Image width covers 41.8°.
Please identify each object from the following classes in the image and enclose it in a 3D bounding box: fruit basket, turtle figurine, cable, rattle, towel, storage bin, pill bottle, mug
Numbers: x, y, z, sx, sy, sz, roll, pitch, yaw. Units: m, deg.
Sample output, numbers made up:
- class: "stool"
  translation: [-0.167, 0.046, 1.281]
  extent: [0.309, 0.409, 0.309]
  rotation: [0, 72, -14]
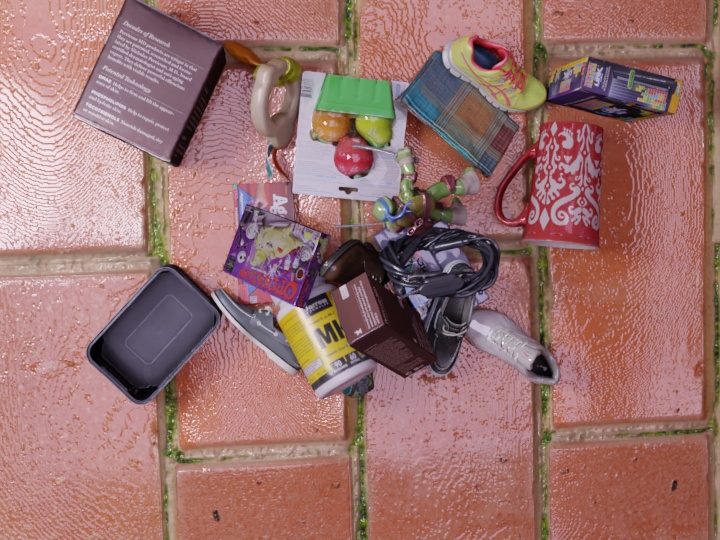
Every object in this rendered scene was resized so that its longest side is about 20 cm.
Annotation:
- class: "fruit basket"
  translation: [-0.016, -0.222, 1.574]
  extent: [0.182, 0.094, 0.203]
  rotation: [4, 103, -7]
- class: "turtle figurine"
  translation: [0.082, -0.132, 1.538]
  extent: [0.191, 0.199, 0.146]
  rotation: [-4, 100, -29]
- class: "cable"
  translation: [0.132, -0.014, 1.538]
  extent: [0.197, 0.164, 0.051]
  rotation: [-14, 125, -14]
- class: "rattle"
  translation: [-0.174, -0.258, 1.559]
  extent: [0.141, 0.131, 0.202]
  rotation: [12, 123, 9]
- class: "towel"
  translation: [0.170, -0.265, 1.582]
  extent: [0.199, 0.022, 0.147]
  rotation: [40, 55, -8]
- class: "storage bin"
  translation: [-0.334, 0.102, 1.542]
  extent: [0.135, 0.094, 0.200]
  rotation: [43, 88, -7]
- class: "pill bottle"
  translation: [-0.065, 0.094, 1.527]
  extent: [0.113, 0.114, 0.202]
  rotation: [-29, 79, -4]
- class: "mug"
  translation: [0.328, -0.145, 1.592]
  extent: [0.175, 0.133, 0.203]
  rotation: [7, 89, -9]

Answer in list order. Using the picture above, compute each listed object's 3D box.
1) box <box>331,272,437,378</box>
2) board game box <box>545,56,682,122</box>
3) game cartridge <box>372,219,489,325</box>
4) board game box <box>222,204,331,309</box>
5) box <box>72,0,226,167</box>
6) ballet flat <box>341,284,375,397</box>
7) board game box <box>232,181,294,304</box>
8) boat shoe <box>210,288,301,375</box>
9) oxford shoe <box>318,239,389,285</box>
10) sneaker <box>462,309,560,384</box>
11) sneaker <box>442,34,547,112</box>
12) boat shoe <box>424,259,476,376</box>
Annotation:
- class: "box"
  translation: [0.040, 0.091, 1.514]
  extent: [0.074, 0.200, 0.101]
  rotation: [-31, 58, 18]
- class: "board game box"
  translation: [0.410, -0.295, 1.556]
  extent: [0.163, 0.200, 0.058]
  rotation: [12, 93, -6]
- class: "game cartridge"
  translation: [0.120, -0.004, 1.622]
  extent: [0.129, 0.038, 0.202]
  rotation: [-32, 96, -8]
- class: "board game box"
  translation: [-0.137, -0.026, 1.500]
  extent: [0.032, 0.199, 0.122]
  rotation: [13, 96, -45]
- class: "box"
  translation: [-0.325, -0.289, 1.483]
  extent: [0.162, 0.166, 0.202]
  rotation: [25, 90, -7]
- class: "ballet flat"
  translation: [-0.001, 0.113, 1.605]
  extent: [0.073, 0.074, 0.203]
  rotation: [1, 95, -7]
- class: "board game box"
  translation: [-0.160, -0.046, 1.592]
  extent: [0.101, 0.019, 0.203]
  rotation: [-4, 94, -8]
- class: "boat shoe"
  translation: [-0.163, 0.090, 1.573]
  extent: [0.200, 0.073, 0.062]
  rotation: [44, 89, -14]
- class: "oxford shoe"
  translation: [0.000, 0.000, 1.516]
  extent: [0.085, 0.199, 0.073]
  rotation: [48, 111, 16]
- class: "sneaker"
  translation: [0.267, 0.130, 1.612]
  extent: [0.198, 0.099, 0.079]
  rotation: [30, 89, -8]
- class: "sneaker"
  translation: [0.235, -0.330, 1.575]
  extent: [0.198, 0.090, 0.079]
  rotation: [23, 74, -18]
- class: "boat shoe"
  translation: [0.149, 0.084, 1.581]
  extent: [0.071, 0.071, 0.203]
  rotation: [7, 99, -12]
